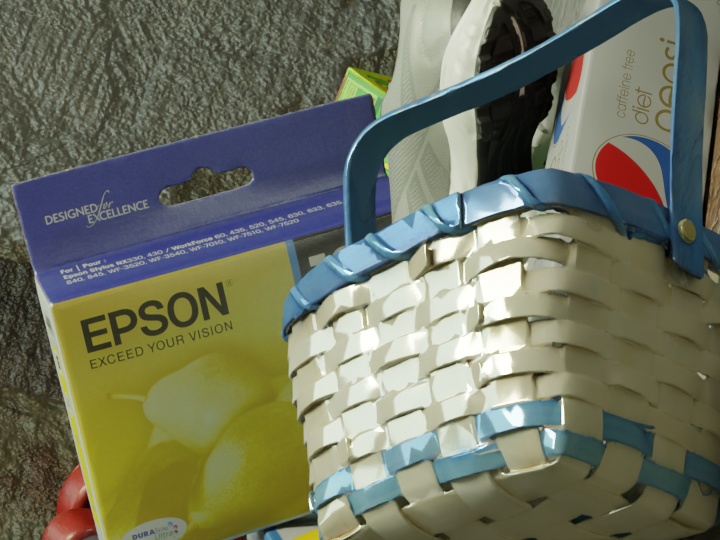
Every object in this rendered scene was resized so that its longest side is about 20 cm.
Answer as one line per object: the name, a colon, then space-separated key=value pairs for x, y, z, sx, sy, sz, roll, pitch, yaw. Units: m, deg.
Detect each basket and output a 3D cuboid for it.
basket: x=0.055 y=0.009 z=0.713 sx=0.176 sy=0.139 sz=0.201 roll=-24 pitch=57 yaw=44

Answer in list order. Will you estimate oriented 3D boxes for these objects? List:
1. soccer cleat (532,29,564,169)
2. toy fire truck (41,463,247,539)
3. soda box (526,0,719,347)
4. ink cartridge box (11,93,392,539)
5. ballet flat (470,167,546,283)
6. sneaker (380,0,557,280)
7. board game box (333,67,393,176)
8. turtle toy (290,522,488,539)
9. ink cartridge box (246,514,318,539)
soccer cleat: x=0.092 y=-0.075 z=1.085 sx=0.085 sy=0.069 sz=0.200 roll=-38 pitch=-17 yaw=-7
toy fire truck: x=-0.103 y=0.201 z=1.121 sx=0.112 sy=0.199 sz=0.169 roll=27 pitch=106 yaw=47
soda box: x=0.120 y=-0.047 z=0.881 sx=0.068 sy=0.063 sz=0.201 roll=110 pitch=176 yaw=-54
ink cartridge box: x=-0.058 y=0.031 z=0.983 sx=0.047 sy=0.197 sz=0.201 roll=-151 pitch=47 yaw=-67
ballet flat: x=0.066 y=0.039 z=0.926 sx=0.200 sy=0.072 sz=0.072 roll=-51 pitch=0 yaw=-8
sneaker: x=0.044 y=-0.049 z=0.959 sx=0.074 sy=0.079 sz=0.201 roll=-13 pitch=-62 yaw=-45
board game box: x=0.000 y=0.000 z=1.083 sx=0.102 sy=0.048 sz=0.201 roll=37 pitch=111 yaw=40
turtle toy: x=0.040 y=0.144 z=0.831 sx=0.101 sy=0.145 sz=0.200 roll=62 pitch=161 yaw=19
ink cartridge box: x=-0.010 y=0.232 z=0.997 sx=0.146 sy=0.085 sz=0.201 roll=-164 pitch=75 yaw=-79
